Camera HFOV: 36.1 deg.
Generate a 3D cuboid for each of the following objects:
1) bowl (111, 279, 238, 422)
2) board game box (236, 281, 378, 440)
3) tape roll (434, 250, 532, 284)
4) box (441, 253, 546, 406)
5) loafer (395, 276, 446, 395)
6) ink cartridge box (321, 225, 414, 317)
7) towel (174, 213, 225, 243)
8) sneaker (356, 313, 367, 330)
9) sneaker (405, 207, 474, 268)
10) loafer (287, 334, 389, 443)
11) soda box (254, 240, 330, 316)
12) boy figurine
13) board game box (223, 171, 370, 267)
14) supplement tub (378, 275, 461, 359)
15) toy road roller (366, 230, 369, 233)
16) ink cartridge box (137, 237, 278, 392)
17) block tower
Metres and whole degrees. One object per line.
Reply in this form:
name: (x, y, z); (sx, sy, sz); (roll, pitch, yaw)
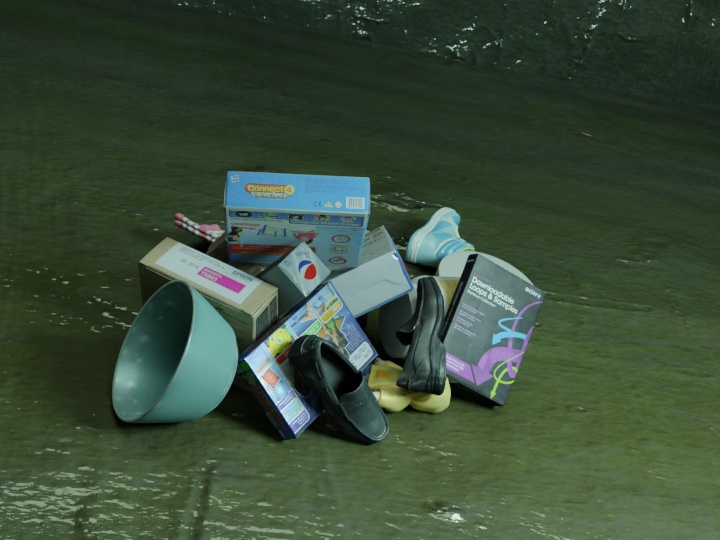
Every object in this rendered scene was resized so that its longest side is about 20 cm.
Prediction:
bowl: (-0.240, 0.125, 1.495); (0.105, 0.201, 0.201); (28, 16, -32)
board game box: (-0.074, 0.125, 1.566); (0.034, 0.136, 0.200); (-19, 17, 48)
tape roll: (0.230, 0.039, 2.030); (0.202, 0.037, 0.203); (14, 35, -10)
box: (0.198, 0.093, 1.732); (0.143, 0.201, 0.036); (28, -17, -21)
loafer: (0.088, 0.092, 1.653); (0.072, 0.073, 0.201); (2, 50, -2)
ink cartridge box: (0.000, 0.000, 1.772); (0.136, 0.077, 0.200); (-25, 18, 2)
towel: (-0.216, -0.044, 1.931); (0.199, 0.030, 0.146); (25, 1, 21)
sneaker: (-0.049, 0.090, 1.796); (0.087, 0.075, 0.200); (8, 17, 14)
sneaker: (0.183, -0.051, 2.181); (0.130, 0.080, 0.200); (22, 36, 19)
loafer: (-0.021, 0.167, 1.527); (0.070, 0.201, 0.068); (-8, 38, 49)
soda box: (-0.132, 0.033, 1.626); (0.063, 0.200, 0.068); (49, 48, -6)
boy figurine: (0.038, 0.170, 1.669); (0.199, 0.065, 0.124); (15, 23, 8)
board game box: (-0.092, -0.070, 1.582); (0.199, 0.196, 0.056); (3, 68, -4)
supplement tub: (0.145, 0.082, 1.808); (0.199, 0.146, 0.146); (2, 28, -24)
toy road roller: (-0.024, -0.055, 1.993); (0.199, 0.147, 0.123); (-7, 33, -37)
ink cartridge box: (-0.220, 0.065, 1.612); (0.199, 0.165, 0.075); (25, 45, 18)
block tower: (-0.145, 0.012, 1.727); (0.200, 0.058, 0.054); (41, 35, -19)
